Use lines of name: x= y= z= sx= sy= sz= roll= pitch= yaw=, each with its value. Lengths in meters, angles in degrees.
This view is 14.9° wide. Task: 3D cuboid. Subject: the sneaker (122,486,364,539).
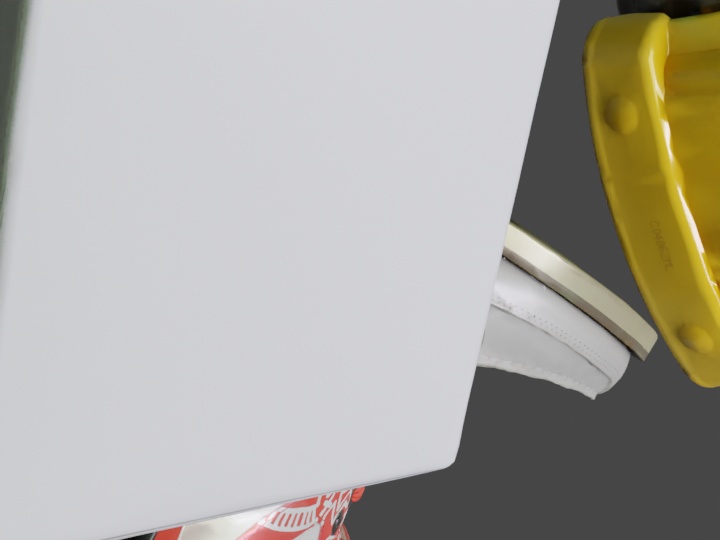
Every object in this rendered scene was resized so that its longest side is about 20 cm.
sneaker: x=-0.022 y=0.039 z=0.694 sx=0.202 sy=0.067 sz=0.108 roll=-53 pitch=153 yaw=-12

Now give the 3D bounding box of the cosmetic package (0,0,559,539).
cosmetic package: x=-0.060 y=-0.083 z=0.570 sx=0.122 sy=0.200 sz=0.200 roll=-10 pitch=126 yaw=-32

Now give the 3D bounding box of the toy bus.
toy bus: x=0.195 y=-0.061 z=0.824 sx=0.200 sy=0.191 sz=0.136 roll=-39 pitch=116 yaw=-39

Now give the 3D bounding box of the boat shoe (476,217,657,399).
boat shoe: x=0.000 y=0.000 z=0.766 sx=0.200 sy=0.075 sz=0.069 roll=28 pitch=92 yaw=-38
